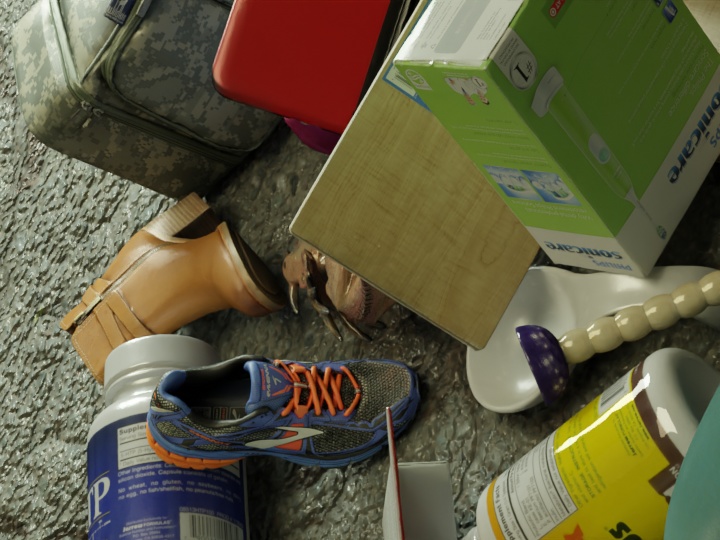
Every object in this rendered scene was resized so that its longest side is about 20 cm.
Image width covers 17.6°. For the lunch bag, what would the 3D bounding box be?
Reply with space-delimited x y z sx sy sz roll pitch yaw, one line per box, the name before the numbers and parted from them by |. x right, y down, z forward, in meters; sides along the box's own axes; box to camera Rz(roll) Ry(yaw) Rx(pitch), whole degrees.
lunch bag | -0.153 -0.166 1.821 0.168 0.199 0.140 -41 46 28

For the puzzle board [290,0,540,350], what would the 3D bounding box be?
puzzle board | 0.064 -0.072 1.526 0.201 0.150 0.017 -60 11 -11

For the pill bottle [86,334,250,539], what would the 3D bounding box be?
pill bottle | -0.142 0.156 1.707 0.119 0.119 0.201 -30 51 35

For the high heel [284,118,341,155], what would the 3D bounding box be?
high heel | -0.015 -0.178 1.754 0.067 0.096 0.201 -13 62 43

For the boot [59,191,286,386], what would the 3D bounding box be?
boot | -0.149 0.027 1.781 0.155 0.077 0.200 -43 36 -4

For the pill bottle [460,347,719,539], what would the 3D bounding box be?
pill bottle | 0.146 0.144 1.407 0.200 0.109 0.110 -42 45 26

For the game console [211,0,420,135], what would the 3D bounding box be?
game console | 0.010 -0.184 1.655 0.118 0.172 0.201 13 81 33

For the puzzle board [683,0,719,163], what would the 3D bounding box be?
puzzle board | 0.237 -0.150 1.529 0.200 0.017 0.152 26 90 50

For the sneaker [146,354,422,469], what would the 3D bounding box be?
sneaker | -0.055 0.094 1.624 0.198 0.079 0.076 -9 61 0

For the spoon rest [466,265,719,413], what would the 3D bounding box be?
spoon rest | 0.141 0.033 1.507 0.199 0.060 0.100 -19 58 40

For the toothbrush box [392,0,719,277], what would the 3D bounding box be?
toothbrush box | 0.134 -0.116 1.430 0.086 0.200 0.146 8 59 49

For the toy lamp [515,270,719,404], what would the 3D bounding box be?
toy lamp | 0.194 0.019 1.408 0.199 0.058 0.058 -24 49 4

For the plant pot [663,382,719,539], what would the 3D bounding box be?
plant pot | 0.254 0.138 1.236 0.162 0.199 0.201 -60 38 27

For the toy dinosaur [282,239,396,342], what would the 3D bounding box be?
toy dinosaur | 0.000 0.000 1.624 0.136 0.086 0.200 -58 7 13

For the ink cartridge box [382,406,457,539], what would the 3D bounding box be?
ink cartridge box | 0.043 0.211 1.454 0.177 0.044 0.201 93 173 -59
